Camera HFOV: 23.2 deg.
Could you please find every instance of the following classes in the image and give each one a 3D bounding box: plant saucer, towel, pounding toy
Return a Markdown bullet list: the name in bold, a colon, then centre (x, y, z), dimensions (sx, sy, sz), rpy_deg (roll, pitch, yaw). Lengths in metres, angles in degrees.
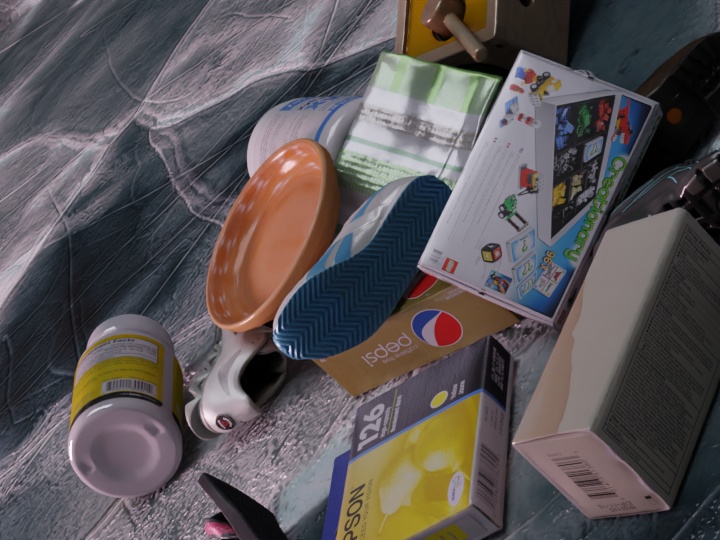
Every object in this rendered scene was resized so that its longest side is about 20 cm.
- **plant saucer**: centre (-0.079, -0.030, 1.680), dimensions (0.200, 0.037, 0.200), rpy_deg (-41, 34, 36)
- **towel**: centre (0.044, -0.105, 1.659), dimensions (0.149, 0.031, 0.200), rpy_deg (17, 82, 27)
- **pounding toy**: centre (0.115, -0.258, 1.758), dimensions (0.184, 0.142, 0.200), rpy_deg (-16, 63, 49)

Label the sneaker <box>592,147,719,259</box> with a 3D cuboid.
- **sneaker**: centre (0.260, -0.063, 1.332), dimensions (0.200, 0.075, 0.079), rpy_deg (-30, 26, 32)

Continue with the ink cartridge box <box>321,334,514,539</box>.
- **ink cartridge box**: centre (0.030, 0.165, 1.390), dimensions (0.200, 0.047, 0.198), rpy_deg (-30, 29, 27)

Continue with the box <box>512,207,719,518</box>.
- **box**: centre (0.193, 0.064, 1.220), dimensions (0.078, 0.095, 0.200), rpy_deg (-18, 35, 49)

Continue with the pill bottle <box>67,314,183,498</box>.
- **pill bottle**: centre (-0.239, 0.133, 1.799), dimensions (0.114, 0.114, 0.200), rpy_deg (-40, 24, 15)

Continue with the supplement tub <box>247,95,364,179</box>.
- **supplement tub**: centre (-0.022, -0.115, 1.813), dimensions (0.132, 0.132, 0.200), rpy_deg (-52, 25, -14)

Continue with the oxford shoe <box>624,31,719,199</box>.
- **oxford shoe**: centre (0.247, -0.123, 1.476), dimensions (0.200, 0.073, 0.084), rpy_deg (-39, 7, 13)

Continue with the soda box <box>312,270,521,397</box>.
- **soda box**: centre (0.050, 0.038, 1.533), dimensions (0.200, 0.064, 0.068), rpy_deg (-28, 30, 37)

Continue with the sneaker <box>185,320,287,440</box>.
- **sneaker**: centre (-0.100, 0.077, 1.725), dimensions (0.088, 0.074, 0.200), rpy_deg (-17, 41, 33)

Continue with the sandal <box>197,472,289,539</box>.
- **sandal**: centre (-0.099, 0.225, 1.480), dimensions (0.045, 0.075, 0.200), rpy_deg (-57, 26, 3)

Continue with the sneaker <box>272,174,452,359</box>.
- **sneaker**: centre (0.000, 0.000, 1.519), dimensions (0.200, 0.077, 0.081), rpy_deg (-45, 15, -11)

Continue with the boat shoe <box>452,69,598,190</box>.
- **boat shoe**: centre (0.148, -0.119, 1.613), dimensions (0.199, 0.068, 0.074), rpy_deg (-51, 24, -12)

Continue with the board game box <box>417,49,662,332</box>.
- **board game box**: centre (0.146, -0.066, 1.423), dimensions (0.200, 0.126, 0.035), rpy_deg (-64, -19, -5)
